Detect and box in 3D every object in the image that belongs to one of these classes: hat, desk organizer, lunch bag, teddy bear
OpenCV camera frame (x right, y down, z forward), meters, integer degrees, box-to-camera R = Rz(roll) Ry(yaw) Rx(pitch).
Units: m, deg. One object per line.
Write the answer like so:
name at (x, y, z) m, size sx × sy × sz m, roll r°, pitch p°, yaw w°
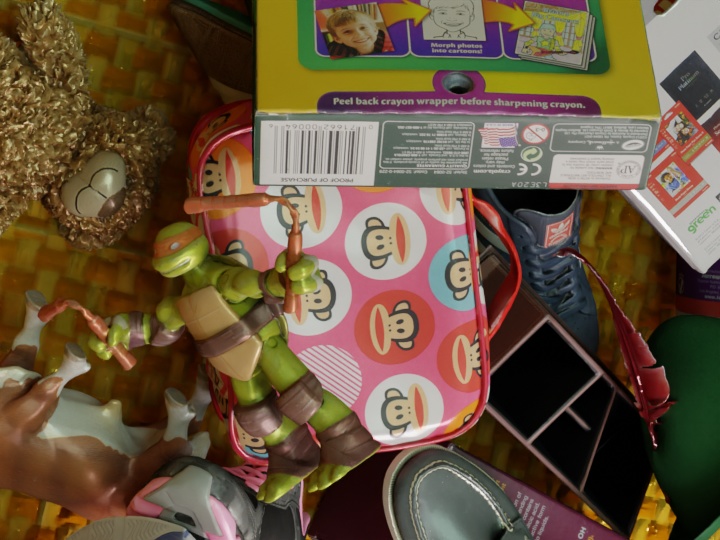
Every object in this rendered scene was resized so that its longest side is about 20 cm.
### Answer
hat at (0.175, 0.053, 1.228) m, size 0.176 × 0.200 × 0.166 m, roll 35°, pitch 44°, yaw 2°
desk organizer at (0.122, 0.080, 1.236) m, size 0.072 × 0.077 × 0.200 m, roll -44°, pitch 130°, yaw 3°
lunch bag at (0.000, 0.000, 1.095) m, size 0.176 × 0.082 × 0.200 m, roll -7°, pitch 106°, yaw -9°
teddy bear at (-0.194, -0.080, 1.090) m, size 0.145 × 0.067 × 0.200 m, roll -47°, pitch 114°, yaw -14°

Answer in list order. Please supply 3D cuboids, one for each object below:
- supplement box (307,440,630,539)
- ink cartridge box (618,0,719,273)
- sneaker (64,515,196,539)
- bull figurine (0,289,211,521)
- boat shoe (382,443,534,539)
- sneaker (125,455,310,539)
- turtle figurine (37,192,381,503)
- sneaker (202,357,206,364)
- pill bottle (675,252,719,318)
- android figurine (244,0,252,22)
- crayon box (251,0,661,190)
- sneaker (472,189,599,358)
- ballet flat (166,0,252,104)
supplement box at (0.084, 0.174, 1.242) m, size 0.200 × 0.110 × 0.086 m, roll 30°, pitch 80°, yaw -28°
ink cartridge box at (0.209, -0.133, 1.180) m, size 0.200 × 0.084 × 0.176 m, roll -43°, pitch 120°, yaw 5°
sneaker at (-0.144, 0.207, 1.103) m, size 0.115 × 0.199 × 0.081 m, roll 46°, pitch 36°, yaw -37°
bull figurine at (-0.171, 0.085, 1.110) m, size 0.200 × 0.065 × 0.121 m, roll 23°, pitch 117°, yaw -36°
boat shoe at (0.086, 0.179, 1.144) m, size 0.073 × 0.062 × 0.200 m, roll -41°, pitch 112°, yaw -18°
sneaker at (-0.069, 0.135, 1.135) m, size 0.079 × 0.200 × 0.095 m, roll 27°, pitch 71°, yaw 17°
turtle figurine at (-0.067, 0.037, 1.018) m, size 0.161 × 0.200 × 0.064 m, roll 59°, pitch 41°, yaw -11°
sneaker at (-0.058, -0.022, 1.157) m, size 0.087 × 0.075 × 0.200 m, roll 23°, pitch 99°, yaw -22°
pill bottle at (0.264, -0.053, 1.317) m, size 0.112 × 0.112 × 0.200 m, roll -2°, pitch 96°, yaw -28°
android figurine at (0.024, -0.197, 1.152) m, size 0.200 × 0.041 × 0.182 m, roll -13°, pitch 66°, yaw -12°
crayon box at (0.043, -0.122, 1.043) m, size 0.200 × 0.173 × 0.058 m, roll 1°, pitch 138°, yaw -4°
sneaker at (0.111, -0.018, 1.252) m, size 0.075 × 0.085 × 0.200 m, roll -32°, pitch 109°, yaw -22°
ballet flat at (-0.032, -0.103, 1.186) m, size 0.200 × 0.068 × 0.072 m, roll 14°, pitch 105°, yaw -33°
